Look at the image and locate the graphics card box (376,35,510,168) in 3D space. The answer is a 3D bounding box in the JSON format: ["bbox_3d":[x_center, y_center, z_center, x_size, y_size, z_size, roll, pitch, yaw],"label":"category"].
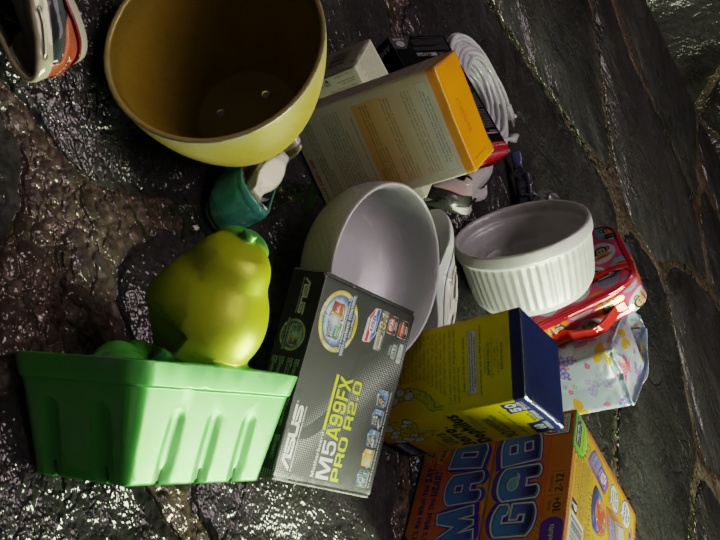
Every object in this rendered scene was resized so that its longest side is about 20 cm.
[{"bbox_3d":[0.109,-0.228,1.476,0.125,0.051,0.200,-16,73,-45],"label":"graphics card box"}]

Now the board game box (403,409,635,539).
[{"bbox_3d":[0.192,0.319,1.271,0.200,0.199,0.200,57,32,-29],"label":"board game box"}]

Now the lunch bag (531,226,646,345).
[{"bbox_3d":[0.328,0.037,1.644,0.082,0.200,0.176,52,17,-36],"label":"lunch bag"}]

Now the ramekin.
[{"bbox_3d":[0.241,-0.015,1.547,0.200,0.200,0.105,-53,131,-56],"label":"ramekin"}]

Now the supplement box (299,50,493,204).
[{"bbox_3d":[0.034,-0.155,1.229,0.074,0.200,0.126,-49,119,-54],"label":"supplement box"}]

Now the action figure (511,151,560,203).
[{"bbox_3d":[0.322,-0.110,1.838,0.193,0.104,0.201,10,69,-70],"label":"action figure"}]

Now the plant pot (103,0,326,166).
[{"bbox_3d":[-0.119,-0.175,1.007,0.142,0.199,0.201,70,16,-67],"label":"plant pot"}]

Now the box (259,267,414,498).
[{"bbox_3d":[-0.027,0.115,1.065,0.160,0.044,0.201,27,75,-51],"label":"box"}]

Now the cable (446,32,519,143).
[{"bbox_3d":[0.165,-0.265,1.665,0.200,0.069,0.200,-38,109,-59],"label":"cable"}]

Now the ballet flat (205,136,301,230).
[{"bbox_3d":[-0.096,-0.113,1.110,0.067,0.070,0.200,55,33,-30],"label":"ballet flat"}]

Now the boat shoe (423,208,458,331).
[{"bbox_3d":[0.095,0.019,1.391,0.066,0.072,0.200,43,41,-51],"label":"boat shoe"}]

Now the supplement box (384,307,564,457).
[{"bbox_3d":[0.117,0.132,1.230,0.109,0.200,0.110,38,45,-47],"label":"supplement box"}]

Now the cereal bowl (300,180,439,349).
[{"bbox_3d":[0.000,0.000,1.184,0.200,0.083,0.201,-10,103,-50],"label":"cereal bowl"}]

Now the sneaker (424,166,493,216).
[{"bbox_3d":[0.140,-0.132,1.522,0.200,0.074,0.080,-43,152,-66],"label":"sneaker"}]

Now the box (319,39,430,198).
[{"bbox_3d":[0.021,-0.182,1.360,0.200,0.068,0.082,60,31,-25],"label":"box"}]

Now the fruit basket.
[{"bbox_3d":[-0.144,0.063,0.839,0.215,0.155,0.216,-2,93,-59],"label":"fruit basket"}]

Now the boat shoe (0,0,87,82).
[{"bbox_3d":[-0.283,-0.246,0.848,0.063,0.071,0.200,-49,123,-54],"label":"boat shoe"}]

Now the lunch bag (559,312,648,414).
[{"bbox_3d":[0.356,0.144,1.690,0.127,0.169,0.200,65,29,-13],"label":"lunch bag"}]
